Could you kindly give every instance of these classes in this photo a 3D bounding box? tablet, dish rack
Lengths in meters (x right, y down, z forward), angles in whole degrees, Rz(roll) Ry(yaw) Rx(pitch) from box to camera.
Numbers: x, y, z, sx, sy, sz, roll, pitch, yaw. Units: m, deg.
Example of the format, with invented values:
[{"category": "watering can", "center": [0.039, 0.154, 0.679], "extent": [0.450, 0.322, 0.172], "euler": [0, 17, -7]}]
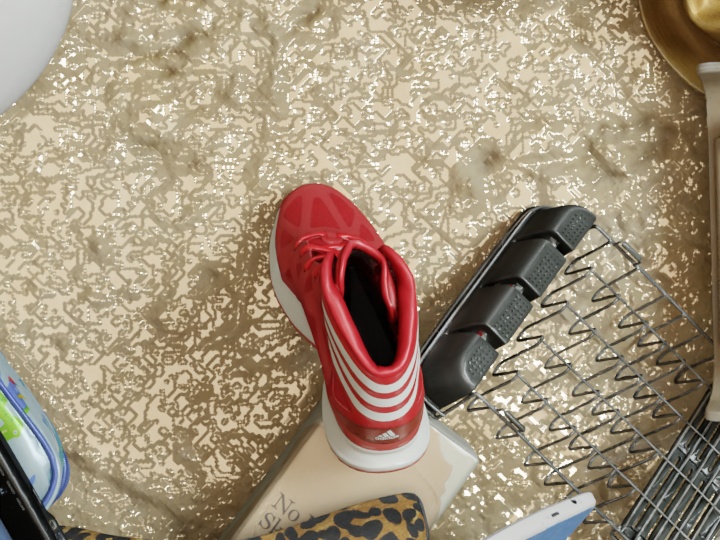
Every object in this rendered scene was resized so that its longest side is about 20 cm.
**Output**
[{"category": "tablet", "center": [0.042, 0.200, 1.180], "extent": [0.014, 0.130, 0.200], "euler": [49, 125, 19]}, {"category": "dish rack", "center": [0.141, 0.071, 1.229], "extent": [0.200, 0.055, 0.154], "euler": [44, 64, -11]}]

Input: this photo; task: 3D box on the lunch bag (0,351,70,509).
[{"category": "lunch bag", "center": [-0.275, 0.120, 1.213], "extent": [0.200, 0.082, 0.161], "euler": [-37, 93, -1]}]

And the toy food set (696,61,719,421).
[{"category": "toy food set", "center": [0.258, -0.017, 1.179], "extent": [0.143, 0.060, 0.201], "euler": [-1, 93, 21]}]

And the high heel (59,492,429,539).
[{"category": "high heel", "center": [-0.067, 0.151, 1.177], "extent": [0.199, 0.072, 0.143], "euler": [25, 61, 19]}]

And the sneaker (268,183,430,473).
[{"category": "sneaker", "center": [0.000, 0.000, 1.165], "extent": [0.078, 0.116, 0.200], "euler": [-11, 49, -15]}]

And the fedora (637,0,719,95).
[{"category": "fedora", "center": [0.238, -0.180, 1.197], "extent": [0.200, 0.082, 0.202], "euler": [3, 98, 25]}]

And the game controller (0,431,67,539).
[{"category": "game controller", "center": [-0.196, 0.162, 1.149], "extent": [0.104, 0.042, 0.201], "euler": [-20, 103, 39]}]

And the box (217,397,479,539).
[{"category": "box", "center": [-0.027, 0.158, 1.232], "extent": [0.095, 0.078, 0.200], "euler": [35, 90, -2]}]

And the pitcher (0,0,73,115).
[{"category": "pitcher", "center": [-0.265, -0.133, 1.194], "extent": [0.171, 0.121, 0.200], "euler": [38, 101, 11]}]
